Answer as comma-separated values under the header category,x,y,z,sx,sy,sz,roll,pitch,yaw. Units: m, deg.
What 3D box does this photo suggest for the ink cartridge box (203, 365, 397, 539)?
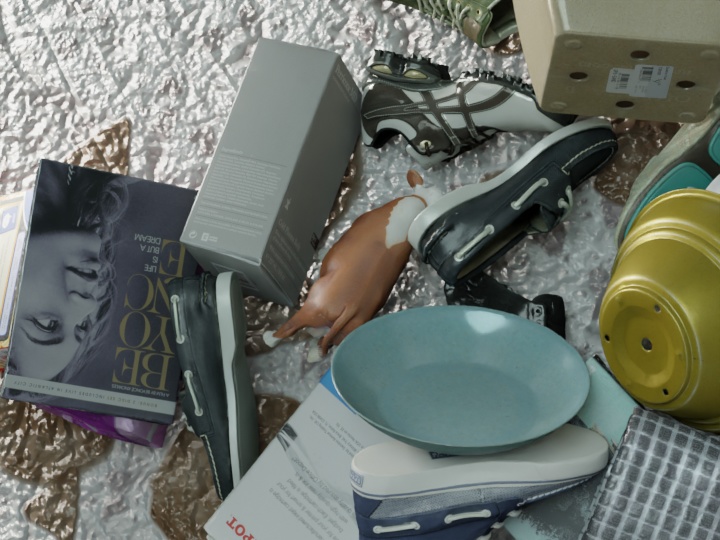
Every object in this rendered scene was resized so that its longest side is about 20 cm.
category,x,y,z,sx,sy,sz,roll,pitch,yaw
ink cartridge box,-0.007,0.184,1.666,0.146,0.086,0.201,39,91,35

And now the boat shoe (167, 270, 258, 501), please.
category,x,y,z,sx,sy,sz,roll,pitch,yaw
boat shoe,-0.123,0.100,1.723,0.060,0.076,0.202,-3,96,10

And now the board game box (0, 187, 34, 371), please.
category,x,y,z,sx,sy,sz,roll,pitch,yaw
board game box,-0.312,0.010,1.812,0.199,0.046,0.153,-9,65,43

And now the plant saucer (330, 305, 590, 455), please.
category,x,y,z,sx,sy,sz,roll,pitch,yaw
plant saucer,0.076,0.093,1.580,0.199,0.201,0.039,17,123,23

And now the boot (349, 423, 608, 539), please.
category,x,y,z,sx,sy,sz,roll,pitch,yaw
boot,0.091,0.174,1.572,0.198,0.073,0.091,-5,114,-4

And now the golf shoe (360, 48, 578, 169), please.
category,x,y,z,sx,sy,sz,roll,pitch,yaw
golf shoe,0.089,-0.126,1.747,0.199,0.078,0.095,14,89,30

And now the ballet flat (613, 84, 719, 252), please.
category,x,y,z,sx,sy,sz,roll,pitch,yaw
ballet flat,0.273,-0.089,1.676,0.200,0.067,0.062,-47,27,-1

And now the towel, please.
category,x,y,z,sx,sy,sz,roll,pitch,yaw
towel,0.242,0.222,1.537,0.164,0.086,0.202,21,90,7

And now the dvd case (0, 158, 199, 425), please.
category,x,y,z,sx,sy,sz,roll,pitch,yaw
dvd case,-0.213,0.019,1.721,0.147,0.016,0.202,11,82,-19

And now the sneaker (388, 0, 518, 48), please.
category,x,y,z,sx,sy,sz,roll,pitch,yaw
sneaker,0.095,-0.235,1.771,0.198,0.067,0.091,-3,68,16

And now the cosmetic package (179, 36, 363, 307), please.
category,x,y,z,sx,sy,sz,roll,pitch,yaw
cosmetic package,-0.071,-0.085,1.757,0.089,0.107,0.201,16,75,23

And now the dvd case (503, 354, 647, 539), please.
category,x,y,z,sx,sy,sz,roll,pitch,yaw
dvd case,0.198,0.188,1.598,0.146,0.022,0.200,-43,86,5

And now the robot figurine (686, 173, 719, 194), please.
category,x,y,z,sx,sy,sz,roll,pitch,yaw
robot figurine,0.332,-0.008,1.593,0.169,0.113,0.201,-33,66,6

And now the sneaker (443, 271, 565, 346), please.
category,x,y,z,sx,sy,sz,roll,pitch,yaw
sneaker,0.145,0.065,1.669,0.199,0.060,0.105,22,87,28

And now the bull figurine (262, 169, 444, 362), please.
category,x,y,z,sx,sy,sz,roll,pitch,yaw
bull figurine,0.000,0.000,1.707,0.065,0.200,0.121,46,134,-7

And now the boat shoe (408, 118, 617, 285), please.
category,x,y,z,sx,sy,sz,roll,pitch,yaw
boat shoe,0.135,-0.053,1.674,0.199,0.076,0.060,-32,65,-12

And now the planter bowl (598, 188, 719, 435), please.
category,x,y,z,sx,sy,sz,roll,pitch,yaw
planter bowl,0.241,0.045,1.563,0.083,0.201,0.201,-19,59,-35

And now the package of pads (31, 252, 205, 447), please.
category,x,y,z,sx,sy,sz,roll,pitch,yaw
package of pads,-0.202,0.043,1.795,0.120,0.076,0.202,14,79,26

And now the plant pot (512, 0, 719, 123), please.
category,x,y,z,sx,sy,sz,roll,pitch,yaw
plant pot,0.214,-0.227,1.615,0.198,0.200,0.179,5,68,1
